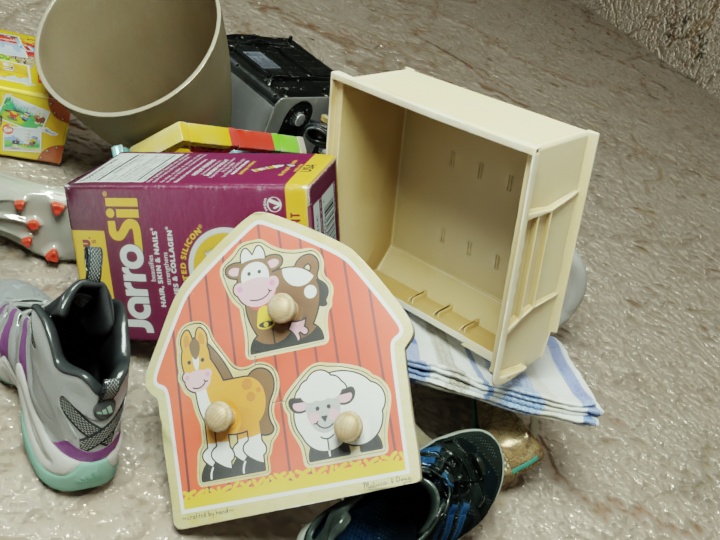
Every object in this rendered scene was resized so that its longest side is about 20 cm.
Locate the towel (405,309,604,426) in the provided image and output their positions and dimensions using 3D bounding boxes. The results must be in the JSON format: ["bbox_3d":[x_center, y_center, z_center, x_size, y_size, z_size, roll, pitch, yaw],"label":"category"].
[{"bbox_3d":[0.100,0.072,0.737,0.195,0.024,0.147,15,20,-9],"label":"towel"}]

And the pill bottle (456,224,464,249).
[{"bbox_3d":[0.104,-0.061,0.852,0.114,0.119,0.200,14,7,-18],"label":"pill bottle"}]

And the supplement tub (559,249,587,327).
[{"bbox_3d":[0.170,-0.027,0.996,0.129,0.134,0.201,12,30,-21],"label":"supplement tub"}]

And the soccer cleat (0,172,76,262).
[{"bbox_3d":[-0.310,-0.058,0.750,0.196,0.070,0.078,9,29,-21],"label":"soccer cleat"}]

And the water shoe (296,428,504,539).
[{"bbox_3d":[0.047,0.168,0.604,0.198,0.079,0.072,-24,77,-37],"label":"water shoe"}]

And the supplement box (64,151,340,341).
[{"bbox_3d":[-0.119,-0.020,0.686,0.195,0.134,0.103,1,21,12],"label":"supplement box"}]

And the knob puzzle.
[{"bbox_3d":[-0.060,0.056,0.576,0.218,0.222,0.030,34,-3,18],"label":"knob puzzle"}]

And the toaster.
[{"bbox_3d":[-0.120,-0.226,1.110,0.199,0.120,0.179,41,32,26],"label":"toaster"}]

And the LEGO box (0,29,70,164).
[{"bbox_3d":[-0.410,-0.194,0.881,0.196,0.078,0.150,7,33,-29],"label":"LEGO box"}]

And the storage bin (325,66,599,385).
[{"bbox_3d":[0.067,-0.041,0.687,0.198,0.203,0.093,28,34,37],"label":"storage bin"}]

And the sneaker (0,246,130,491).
[{"bbox_3d":[-0.207,0.034,0.596,0.077,0.142,0.200,-7,42,-43],"label":"sneaker"}]

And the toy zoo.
[{"bbox_3d":[-0.167,-0.110,0.871,0.198,0.130,0.021,-3,74,-51],"label":"toy zoo"}]

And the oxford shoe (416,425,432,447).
[{"bbox_3d":[0.006,0.117,0.693,0.198,0.076,0.070,32,27,10],"label":"oxford shoe"}]

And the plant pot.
[{"bbox_3d":[-0.207,-0.188,0.892,0.186,0.188,0.201,36,-13,20],"label":"plant pot"}]

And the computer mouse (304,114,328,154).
[{"bbox_3d":[-0.021,-0.100,0.966,0.108,0.200,0.044,28,70,3],"label":"computer mouse"}]

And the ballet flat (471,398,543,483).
[{"bbox_3d":[0.130,0.112,0.797,0.064,0.071,0.202,-15,39,8],"label":"ballet flat"}]
